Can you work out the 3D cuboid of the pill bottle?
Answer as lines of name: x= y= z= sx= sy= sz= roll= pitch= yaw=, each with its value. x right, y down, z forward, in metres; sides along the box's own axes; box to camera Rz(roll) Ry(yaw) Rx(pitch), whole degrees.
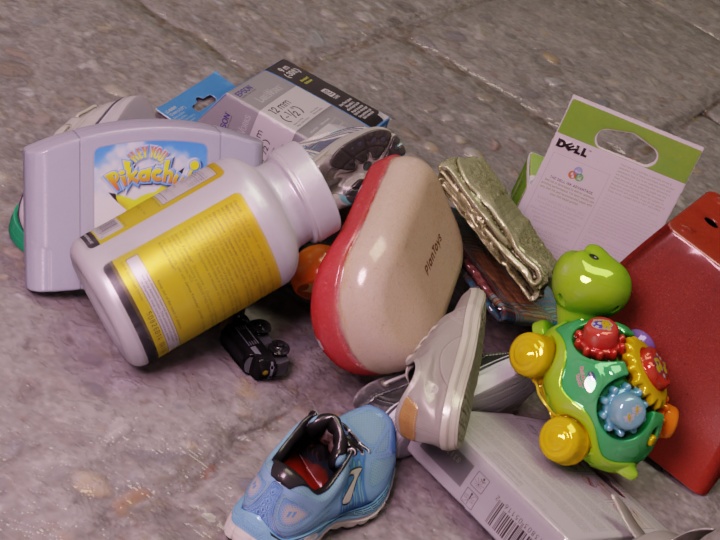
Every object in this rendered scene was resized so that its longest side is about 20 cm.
pill bottle: x=-0.119 y=-0.019 z=1.350 sx=0.199 sy=0.113 sz=0.112 roll=-30 pitch=49 yaw=-12

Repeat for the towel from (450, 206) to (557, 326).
towel: x=0.127 y=-0.005 z=1.607 sx=0.147 sy=0.022 sz=0.200 roll=52 pitch=16 yaw=19

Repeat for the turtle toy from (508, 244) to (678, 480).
turtle toy: x=0.200 y=0.078 z=1.436 sx=0.145 sy=0.101 sz=0.202 roll=16 pitch=51 yaw=-57

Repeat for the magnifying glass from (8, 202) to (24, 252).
magnifying glass: x=-0.238 y=-0.054 z=1.509 sx=0.079 sy=0.023 sz=0.200 roll=29 pitch=31 yaw=9

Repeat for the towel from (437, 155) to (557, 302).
towel: x=0.128 y=-0.043 z=1.554 sx=0.149 sy=0.036 sz=0.200 roll=53 pitch=9 yaw=2

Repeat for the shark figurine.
shark figurine: x=0.227 y=0.225 z=1.286 sx=0.214 sy=0.089 sz=0.129 roll=-17 pitch=77 yaw=-59

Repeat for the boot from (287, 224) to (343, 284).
boot: x=-0.044 y=-0.002 z=1.532 sx=0.198 sy=0.076 sz=0.074 roll=-2 pitch=51 yaw=-16

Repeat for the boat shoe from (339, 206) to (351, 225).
boat shoe: x=-0.071 y=-0.048 z=1.576 sx=0.198 sy=0.072 sz=0.073 roll=-5 pitch=43 yaw=-7

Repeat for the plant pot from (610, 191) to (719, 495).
plant pot: x=0.309 y=0.047 z=1.575 sx=0.199 sy=0.177 sz=0.200 roll=38 pitch=31 yaw=14

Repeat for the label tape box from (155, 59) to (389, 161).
label tape box: x=-0.087 y=-0.159 z=1.751 sx=0.199 sy=0.067 sz=0.143 roll=31 pitch=29 yaw=9

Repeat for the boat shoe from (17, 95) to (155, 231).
boat shoe: x=-0.247 y=-0.089 z=1.474 sx=0.065 sy=0.072 sz=0.201 roll=-1 pitch=37 yaw=26

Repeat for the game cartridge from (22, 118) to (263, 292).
game cartridge: x=-0.174 y=-0.055 z=1.398 sx=0.198 sy=0.135 sz=0.040 roll=-5 pitch=14 yaw=-22

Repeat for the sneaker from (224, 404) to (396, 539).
sneaker: x=-0.019 y=0.143 z=1.268 sx=0.078 sy=0.091 sz=0.200 roll=31 pitch=28 yaw=13

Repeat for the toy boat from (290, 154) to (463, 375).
toy boat: x=0.000 y=0.000 z=1.437 sx=0.129 sy=0.131 sz=0.201 roll=-9 pitch=33 yaw=25

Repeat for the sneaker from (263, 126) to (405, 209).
sneaker: x=-0.060 y=-0.070 z=1.507 sx=0.198 sy=0.078 sz=0.086 roll=-22 pitch=20 yaw=-16

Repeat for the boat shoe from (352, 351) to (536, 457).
boat shoe: x=0.077 y=0.094 z=1.443 sx=0.199 sy=0.072 sz=0.071 roll=-13 pitch=49 yaw=-45

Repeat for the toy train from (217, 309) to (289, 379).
toy train: x=-0.128 y=0.023 z=1.450 sx=0.045 sy=0.034 sz=0.200 roll=-15 pitch=47 yaw=-35

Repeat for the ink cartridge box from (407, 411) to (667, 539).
ink cartridge box: x=0.149 y=0.182 z=1.403 sx=0.160 sy=0.047 sz=0.199 roll=43 pitch=17 yaw=31

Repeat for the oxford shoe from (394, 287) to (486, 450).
oxford shoe: x=0.066 y=0.071 z=1.357 sx=0.057 sy=0.076 sz=0.200 roll=5 pitch=29 yaw=11

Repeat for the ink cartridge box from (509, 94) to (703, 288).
ink cartridge box: x=0.235 y=-0.077 z=1.717 sx=0.146 sy=0.201 sz=0.076 roll=21 pitch=28 yaw=-6
